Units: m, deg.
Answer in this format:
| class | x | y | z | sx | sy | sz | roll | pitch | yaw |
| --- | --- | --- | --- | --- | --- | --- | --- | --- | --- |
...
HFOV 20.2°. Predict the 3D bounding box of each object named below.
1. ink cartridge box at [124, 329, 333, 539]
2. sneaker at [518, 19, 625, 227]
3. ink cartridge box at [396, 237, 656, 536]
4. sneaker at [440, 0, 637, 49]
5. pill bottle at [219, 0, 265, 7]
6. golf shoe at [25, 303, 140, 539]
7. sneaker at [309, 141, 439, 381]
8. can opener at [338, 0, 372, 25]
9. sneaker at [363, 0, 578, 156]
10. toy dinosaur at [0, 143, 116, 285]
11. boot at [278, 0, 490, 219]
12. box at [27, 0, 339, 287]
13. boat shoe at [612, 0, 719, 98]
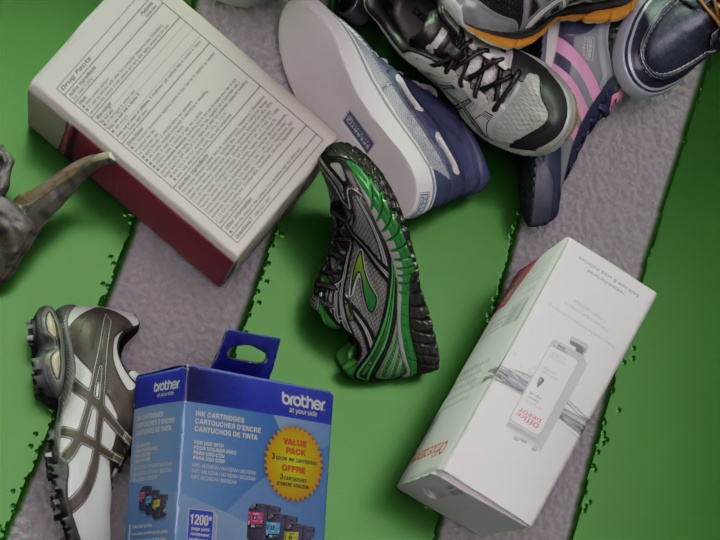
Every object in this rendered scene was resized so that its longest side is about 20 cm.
| class | x | y | z | sx | sy | sz | roll | pitch | yaw |
| --- | --- | --- | --- | --- | --- | --- | --- | --- | --- |
| ink cartridge box | -0.095 | 0.147 | 1.459 | 0.136 | 0.076 | 0.202 | 12 | 73 | -37 |
| sneaker | 0.171 | -0.129 | 1.590 | 0.081 | 0.070 | 0.202 | 9 | 79 | -7 |
| ink cartridge box | 0.120 | 0.091 | 1.497 | 0.082 | 0.147 | 0.201 | 32 | 76 | -4 |
| sneaker | 0.142 | -0.227 | 1.529 | 0.199 | 0.077 | 0.078 | -20 | 61 | -36 |
| pill bottle | -0.055 | -0.270 | 1.502 | 0.111 | 0.200 | 0.113 | 8 | 72 | -25 |
| golf shoe | -0.187 | 0.121 | 1.471 | 0.093 | 0.078 | 0.202 | -7 | 81 | -12 |
| sneaker | 0.000 | 0.000 | 1.492 | 0.084 | 0.078 | 0.202 | -16 | 116 | -3 |
| can opener | 0.015 | -0.292 | 1.611 | 0.066 | 0.052 | 0.201 | 35 | 74 | -38 |
| sneaker | 0.076 | -0.156 | 1.533 | 0.200 | 0.087 | 0.076 | 40 | 102 | 29 |
| toy dinosaur | -0.264 | -0.045 | 1.482 | 0.200 | 0.047 | 0.088 | -45 | 78 | 19 |
| boot | 0.017 | -0.130 | 1.572 | 0.090 | 0.073 | 0.201 | -16 | 69 | -43 |
| box | -0.135 | -0.105 | 1.508 | 0.200 | 0.109 | 0.128 | 40 | 75 | 0 |
| boat shoe | 0.284 | -0.212 | 1.593 | 0.200 | 0.091 | 0.071 | -44 | 107 | -27 |
